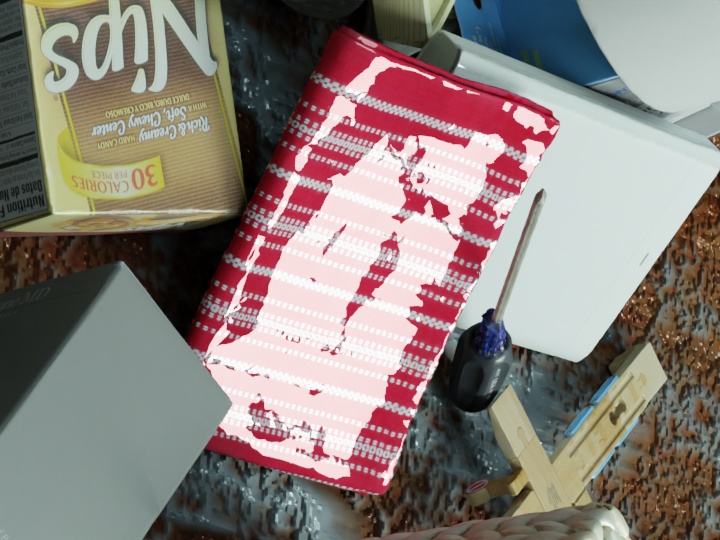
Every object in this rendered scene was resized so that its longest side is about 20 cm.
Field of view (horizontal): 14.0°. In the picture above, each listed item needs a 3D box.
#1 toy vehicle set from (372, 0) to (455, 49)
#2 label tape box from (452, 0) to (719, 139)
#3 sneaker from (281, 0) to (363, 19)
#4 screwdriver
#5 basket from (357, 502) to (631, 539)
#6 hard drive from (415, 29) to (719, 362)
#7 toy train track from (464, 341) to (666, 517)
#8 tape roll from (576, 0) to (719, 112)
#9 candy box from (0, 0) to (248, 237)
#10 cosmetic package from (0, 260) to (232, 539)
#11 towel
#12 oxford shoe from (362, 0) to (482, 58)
[{"bbox_3d":[0.050,-0.215,1.339,0.125,0.026,0.201,81,28,-51],"label":"toy vehicle set"},{"bbox_3d":[0.112,-0.145,1.458,0.200,0.063,0.145,15,57,-59],"label":"label tape box"},{"bbox_3d":[-0.039,-0.221,1.351,0.201,0.075,0.105,54,52,-18],"label":"sneaker"},{"bbox_3d":[0.062,0.014,1.342,0.029,0.200,0.028,-1,61,-4],"label":"screwdriver"},{"bbox_3d":[0.045,0.222,1.241,0.161,0.199,0.199,-48,115,-44],"label":"basket"},{"bbox_3d":[0.073,-0.031,1.400,0.199,0.132,0.026,17,24,-45],"label":"hard drive"},{"bbox_3d":[0.100,0.094,1.459,0.200,0.032,0.115,-45,112,-51],"label":"toy train track"},{"bbox_3d":[0.156,-0.181,1.397,0.202,0.070,0.204,35,49,-52],"label":"tape roll"},{"bbox_3d":[-0.118,-0.117,1.255,0.115,0.055,0.202,-2,81,-46],"label":"candy box"},{"bbox_3d":[-0.148,0.096,1.133,0.090,0.106,0.201,51,46,-25],"label":"cosmetic package"},{"bbox_3d":[0.000,0.000,1.304,0.144,0.022,0.201,20,99,-42],"label":"towel"},{"bbox_3d":[0.036,-0.124,1.424,0.075,0.058,0.201,38,53,-32],"label":"oxford shoe"}]
